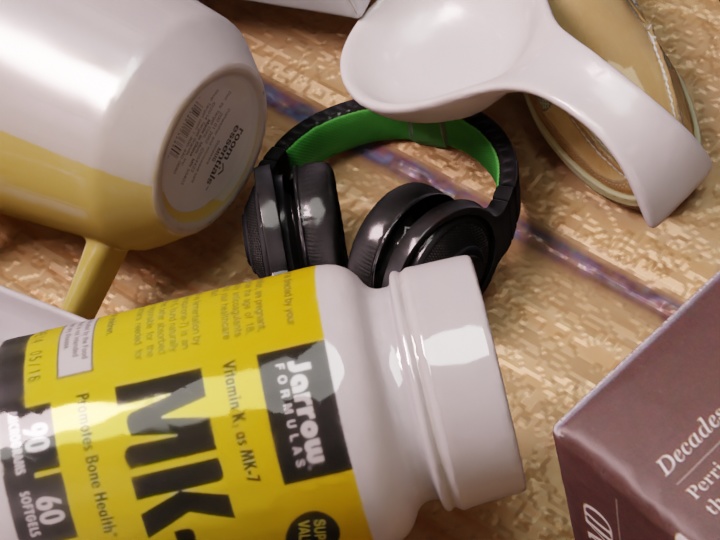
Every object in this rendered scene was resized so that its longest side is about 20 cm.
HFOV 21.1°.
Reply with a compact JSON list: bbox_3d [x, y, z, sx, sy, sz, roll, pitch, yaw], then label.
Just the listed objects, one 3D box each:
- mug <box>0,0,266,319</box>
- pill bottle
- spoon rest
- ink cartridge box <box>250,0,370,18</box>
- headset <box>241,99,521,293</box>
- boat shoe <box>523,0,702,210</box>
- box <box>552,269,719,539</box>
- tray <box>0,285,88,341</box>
[{"bbox_3d":[-0.129,-0.067,0.910,0.153,0.187,0.149,24,40,25],"label":"mug"},{"bbox_3d":[-0.043,0.062,0.752,0.200,0.114,0.114,-14,56,3],"label":"pill bottle"},{"bbox_3d":[0.067,-0.089,0.865,0.099,0.061,0.200,-45,48,-12],"label":"spoon rest"},{"bbox_3d":[-0.073,-0.232,0.944,0.200,0.145,0.145,14,62,28],"label":"ink cartridge box"},{"bbox_3d":[0.000,0.000,0.885,0.123,0.094,0.200,11,46,21],"label":"headset"},{"bbox_3d":[0.102,-0.120,0.921,0.072,0.076,0.200,-23,57,-5],"label":"boat shoe"},{"bbox_3d":[0.202,0.101,0.705,0.164,0.166,0.200,-42,59,-14],"label":"box"},{"bbox_3d":[-0.147,0.069,0.868,0.200,0.022,0.108,20,91,23],"label":"tray"}]
